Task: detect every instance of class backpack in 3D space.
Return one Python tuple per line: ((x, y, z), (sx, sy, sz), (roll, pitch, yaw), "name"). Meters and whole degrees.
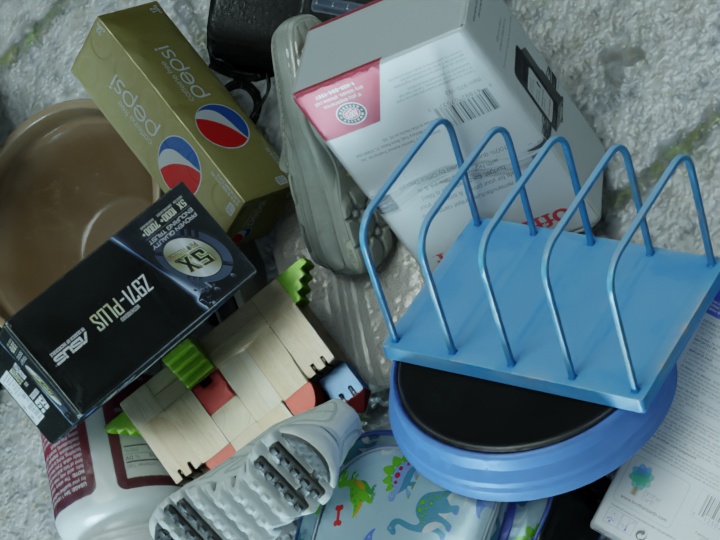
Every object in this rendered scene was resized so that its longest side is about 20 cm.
((0.045, 0.200, 1.656), (0.200, 0.147, 0.183), (10, 77, 39), "backpack")

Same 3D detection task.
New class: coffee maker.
((-0.006, -0.181, 1.824), (0.200, 0.135, 0.193), (17, 116, 35), "coffee maker")

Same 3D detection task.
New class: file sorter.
((0.119, -0.013, 1.573), (0.200, 0.123, 0.139), (11, 47, 32), "file sorter")

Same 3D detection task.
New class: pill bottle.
((-0.187, 0.150, 1.834), (0.114, 0.114, 0.200), (-24, 64, 24), "pill bottle")

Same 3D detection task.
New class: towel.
((0.000, 0.000, 1.808), (0.132, 0.034, 0.200), (-20, 67, 27), "towel")

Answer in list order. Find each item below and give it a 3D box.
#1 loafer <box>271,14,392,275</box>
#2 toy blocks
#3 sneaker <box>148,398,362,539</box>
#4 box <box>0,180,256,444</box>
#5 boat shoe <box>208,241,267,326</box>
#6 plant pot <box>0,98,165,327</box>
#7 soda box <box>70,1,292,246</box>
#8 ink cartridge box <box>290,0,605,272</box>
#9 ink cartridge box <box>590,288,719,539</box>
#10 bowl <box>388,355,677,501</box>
((-0.034, -0.091, 1.750), (0.070, 0.070, 0.200), (0, 110, 41), "loafer")
((-0.074, 0.107, 1.735), (0.200, 0.100, 0.137), (-39, 76, 5), "toy blocks")
((-0.071, 0.154, 1.667), (0.200, 0.081, 0.075), (-34, 99, 38), "sneaker")
((-0.178, 0.035, 1.706), (0.164, 0.200, 0.086), (-40, 91, -17), "box")
((-0.107, 0.024, 1.846), (0.063, 0.073, 0.200), (-29, 67, 18), "boat shoe")
((-0.217, -0.031, 1.915), (0.200, 0.093, 0.201), (-10, 70, 30), "plant pot")
((-0.137, -0.113, 1.827), (0.200, 0.064, 0.068), (51, 135, 18), "soda box")
((0.067, -0.103, 1.693), (0.145, 0.200, 0.083), (-20, 37, 26), "ink cartridge box")
((0.253, 0.113, 1.601), (0.119, 0.042, 0.200), (28, 97, 25), "ink cartridge box")
((0.114, 0.070, 1.606), (0.200, 0.039, 0.201), (-11, 39, 9), "bowl")
